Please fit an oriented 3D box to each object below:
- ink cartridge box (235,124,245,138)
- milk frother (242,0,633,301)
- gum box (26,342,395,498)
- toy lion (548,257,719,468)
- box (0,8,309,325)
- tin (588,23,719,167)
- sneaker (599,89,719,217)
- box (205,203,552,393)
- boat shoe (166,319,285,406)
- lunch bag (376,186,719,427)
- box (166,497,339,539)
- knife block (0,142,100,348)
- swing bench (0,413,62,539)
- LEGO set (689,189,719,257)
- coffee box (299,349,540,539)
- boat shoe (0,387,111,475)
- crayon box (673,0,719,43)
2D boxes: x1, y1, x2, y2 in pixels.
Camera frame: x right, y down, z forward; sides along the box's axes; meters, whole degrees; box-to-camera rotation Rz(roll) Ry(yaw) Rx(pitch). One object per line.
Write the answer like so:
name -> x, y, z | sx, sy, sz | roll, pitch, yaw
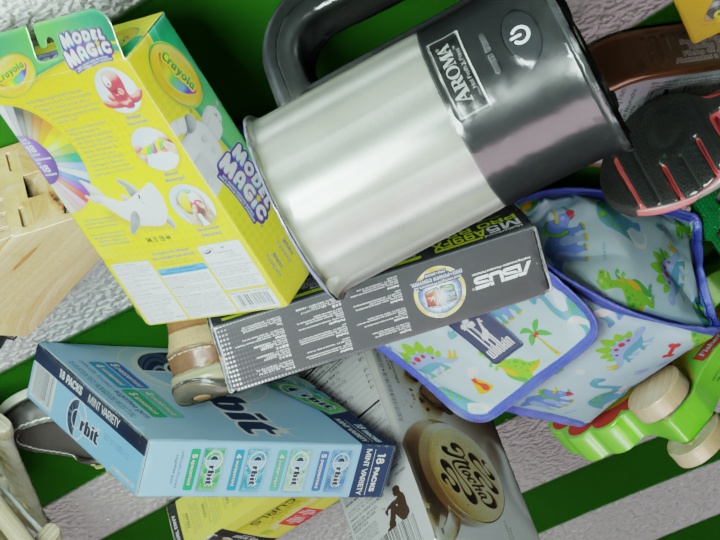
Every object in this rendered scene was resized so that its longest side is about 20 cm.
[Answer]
ink cartridge box -> -0.039, -0.047, 1.440 | 0.199, 0.042, 0.119 | -5, 148, -29
milk frother -> 0.053, -0.076, 1.281 | 0.187, 0.181, 0.200 | -27, 139, 9
gum box -> -0.104, 0.104, 1.546 | 0.199, 0.170, 0.045 | 4, 108, -36
toy lion -> 0.235, 0.065, 1.706 | 0.200, 0.192, 0.069 | -48, 110, -11
box -> -0.121, -0.063, 1.238 | 0.117, 0.048, 0.200 | -8, 127, 39
tin -> 0.216, -0.118, 1.468 | 0.199, 0.042, 0.112 | -10, 147, -15
sneaker -> 0.248, -0.087, 1.427 | 0.200, 0.074, 0.087 | -32, 151, 23
box -> 0.000, 0.000, 1.355 | 0.199, 0.160, 0.045 | -18, 110, -5
boat shoe -> -0.066, 0.039, 1.538 | 0.075, 0.074, 0.200 | -19, 177, 28
lunch bag -> 0.126, 0.023, 1.585 | 0.199, 0.128, 0.170 | 15, 144, -30
box -> -0.062, 0.172, 1.812 | 0.200, 0.050, 0.075 | -35, 147, 28
knife block -> -0.217, -0.002, 1.391 | 0.199, 0.064, 0.176 | -18, 153, -1
swing bench -> -0.273, 0.203, 1.590 | 0.129, 0.201, 0.199 | -20, 153, -8
LEGO set -> 0.334, -0.027, 1.561 | 0.115, 0.200, 0.154 | -4, 129, -28
coffee box -> 0.039, 0.132, 1.638 | 0.113, 0.201, 0.080 | 12, 137, -42
boat shoe -> -0.167, 0.117, 1.637 | 0.200, 0.061, 0.072 | 0, 148, -31
crayon box -> 0.229, -0.206, 1.301 | 0.126, 0.051, 0.200 | -24, 152, 11
